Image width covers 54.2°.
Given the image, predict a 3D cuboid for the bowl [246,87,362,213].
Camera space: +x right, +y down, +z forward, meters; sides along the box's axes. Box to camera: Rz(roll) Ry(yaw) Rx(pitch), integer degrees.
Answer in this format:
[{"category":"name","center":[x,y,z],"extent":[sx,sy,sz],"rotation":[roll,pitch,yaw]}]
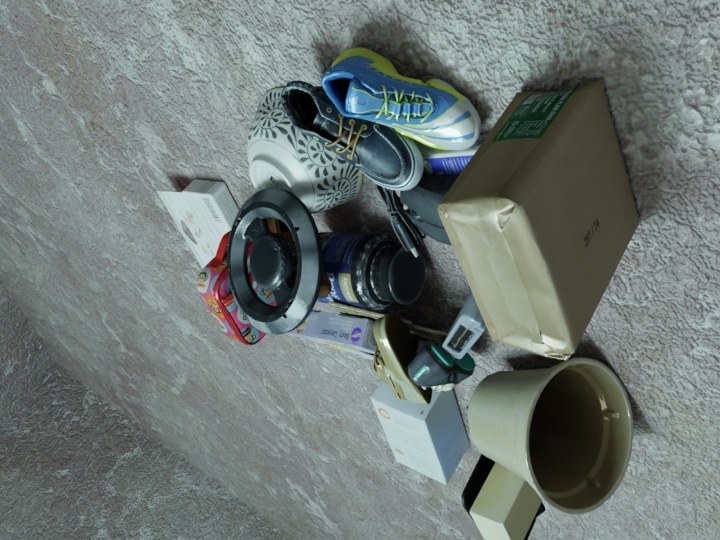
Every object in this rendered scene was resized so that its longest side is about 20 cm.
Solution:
[{"category":"bowl","center":[-0.102,-0.150,1.024],"extent":[0.198,0.095,0.203],"rotation":[29,148,21]}]

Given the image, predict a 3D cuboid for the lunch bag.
[{"category":"lunch bag","center":[-0.179,0.003,1.200],"extent":[0.081,0.201,0.179],"rotation":[14,141,42]}]

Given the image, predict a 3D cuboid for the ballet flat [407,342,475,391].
[{"category":"ballet flat","center":[0.117,0.146,1.049],"extent":[0.072,0.075,0.199],"rotation":[25,-177,23]}]

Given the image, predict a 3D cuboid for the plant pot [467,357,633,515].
[{"category":"plant pot","center":[0.256,0.223,1.017],"extent":[0.202,0.201,0.182],"rotation":[50,158,-16]}]

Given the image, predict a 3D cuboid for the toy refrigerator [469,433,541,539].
[{"category":"toy refrigerator","center":[0.251,0.328,1.118],"extent":[0.069,0.201,0.077],"rotation":[6,137,43]}]

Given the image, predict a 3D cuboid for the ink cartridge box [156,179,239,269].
[{"category":"ink cartridge box","center":[-0.284,-0.081,1.361],"extent":[0.173,0.045,0.203],"rotation":[10,136,40]}]

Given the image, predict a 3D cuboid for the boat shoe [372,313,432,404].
[{"category":"boat shoe","center":[0.052,0.141,1.057],"extent":[0.064,0.075,0.202],"rotation":[-7,136,22]}]

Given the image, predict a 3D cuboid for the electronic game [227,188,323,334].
[{"category":"electronic game","center":[-0.125,-0.012,0.997],"extent":[0.196,0.041,0.207],"rotation":[2,93,42]}]

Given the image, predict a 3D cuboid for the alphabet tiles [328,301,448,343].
[{"category":"alphabet tiles","center":[0.059,0.088,1.118],"extent":[0.194,0.008,0.167],"rotation":[13,169,14]}]

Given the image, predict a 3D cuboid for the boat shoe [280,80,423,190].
[{"category":"boat shoe","center":[-0.015,-0.164,0.862],"extent":[0.199,0.090,0.072],"rotation":[41,116,29]}]

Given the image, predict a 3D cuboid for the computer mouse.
[{"category":"computer mouse","center":[0.097,-0.066,0.873],"extent":[0.197,0.053,0.141],"rotation":[7,134,45]}]

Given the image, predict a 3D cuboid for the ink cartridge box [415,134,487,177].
[{"category":"ink cartridge box","center":[0.129,-0.112,0.867],"extent":[0.197,0.039,0.101],"rotation":[7,135,46]}]

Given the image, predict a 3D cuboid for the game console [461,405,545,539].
[{"category":"game console","center":[0.223,0.365,1.209],"extent":[0.202,0.115,0.176],"rotation":[56,178,-26]}]

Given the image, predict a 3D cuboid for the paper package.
[{"category":"paper package","center":[0.187,-0.055,0.715],"extent":[0.102,0.201,0.193],"rotation":[6,136,43]}]

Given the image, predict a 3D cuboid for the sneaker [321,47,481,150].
[{"category":"sneaker","center":[0.037,-0.184,0.805],"extent":[0.197,0.105,0.077],"rotation":[30,129,20]}]

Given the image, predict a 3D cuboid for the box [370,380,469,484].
[{"category":"box","center":[0.114,0.284,1.317],"extent":[0.122,0.098,0.203],"rotation":[15,141,36]}]

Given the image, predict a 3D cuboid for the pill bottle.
[{"category":"pill bottle","center":[0.000,0.000,1.079],"extent":[0.197,0.112,0.113],"rotation":[5,135,45]}]

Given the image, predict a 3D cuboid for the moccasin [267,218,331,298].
[{"category":"moccasin","center":[-0.092,-0.037,1.056],"extent":[0.079,0.072,0.203],"rotation":[-59,37,27]}]

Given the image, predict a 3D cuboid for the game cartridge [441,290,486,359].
[{"category":"game cartridge","center":[0.158,0.034,0.906],"extent":[0.041,0.136,0.201],"rotation":[25,163,7]}]

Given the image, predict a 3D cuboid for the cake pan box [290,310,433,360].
[{"category":"cake pan box","center":[0.007,0.117,1.193],"extent":[0.197,0.054,0.182],"rotation":[5,168,45]}]
